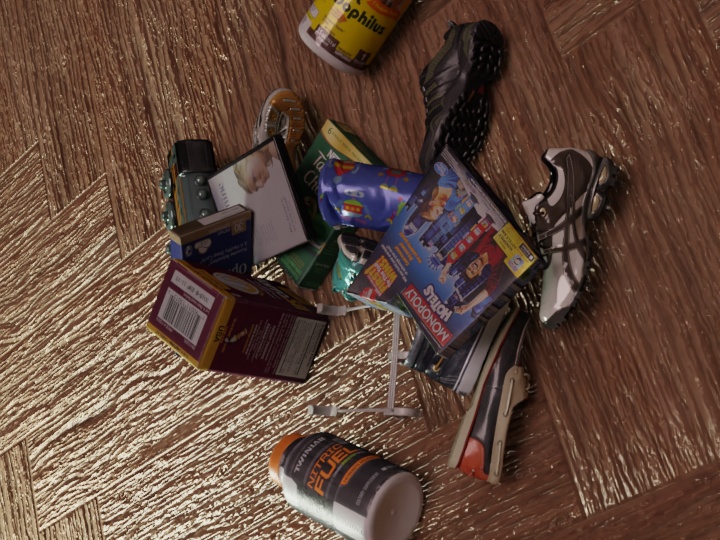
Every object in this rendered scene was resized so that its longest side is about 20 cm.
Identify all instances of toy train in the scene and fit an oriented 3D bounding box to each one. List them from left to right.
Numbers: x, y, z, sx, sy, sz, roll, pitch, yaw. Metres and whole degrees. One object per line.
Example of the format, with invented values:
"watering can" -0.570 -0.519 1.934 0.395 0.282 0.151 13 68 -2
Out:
"toy train" -0.246 -0.095 1.675 0.114 0.084 0.203 133 132 -60

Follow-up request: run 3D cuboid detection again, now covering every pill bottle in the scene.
"pill bottle" -0.026 0.267 1.411 0.198 0.105 0.108 17 93 42
"pill bottle" 0.011 -0.368 1.504 0.201 0.108 0.110 -54 52 20

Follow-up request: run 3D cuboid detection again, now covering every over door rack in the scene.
"over door rack" 0.017 0.111 1.438 0.199 0.066 0.151 -8 74 52

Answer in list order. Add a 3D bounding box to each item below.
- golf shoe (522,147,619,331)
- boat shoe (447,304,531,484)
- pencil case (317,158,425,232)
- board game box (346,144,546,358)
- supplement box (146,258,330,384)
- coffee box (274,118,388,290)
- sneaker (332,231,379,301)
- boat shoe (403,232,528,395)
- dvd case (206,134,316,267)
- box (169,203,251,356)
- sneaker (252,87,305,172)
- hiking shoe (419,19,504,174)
"golf shoe" 0.214 -0.038 1.258 0.078 0.093 0.203 156 130 -82
"boat shoe" 0.160 0.141 1.300 0.062 0.071 0.203 20 80 5
"pencil case" 0.041 -0.080 1.393 0.197 0.078 0.088 12 107 15
"board game box" 0.088 -0.001 1.272 0.200 0.061 0.201 -45 50 14
"supplement box" -0.159 0.069 1.506 0.130 0.199 0.105 30 100 40
"coffee box" -0.052 -0.090 1.547 0.201 0.044 0.123 -55 51 19
"sneaker" 0.000 0.000 1.414 0.076 0.200 0.081 18 88 -2
"boat shoe" 0.122 0.037 1.317 0.090 0.071 0.203 23 90 3
"dvd case" -0.139 -0.088 1.550 0.199 0.017 0.145 -21 89 54
"box" -0.203 0.020 1.562 0.032 0.120 0.203 30 130 37
"sneaker" -0.123 -0.162 1.621 0.088 0.074 0.203 -122 48 -66
"hiking shoe" 0.112 -0.212 1.420 0.100 0.075 0.203 21 91 56
